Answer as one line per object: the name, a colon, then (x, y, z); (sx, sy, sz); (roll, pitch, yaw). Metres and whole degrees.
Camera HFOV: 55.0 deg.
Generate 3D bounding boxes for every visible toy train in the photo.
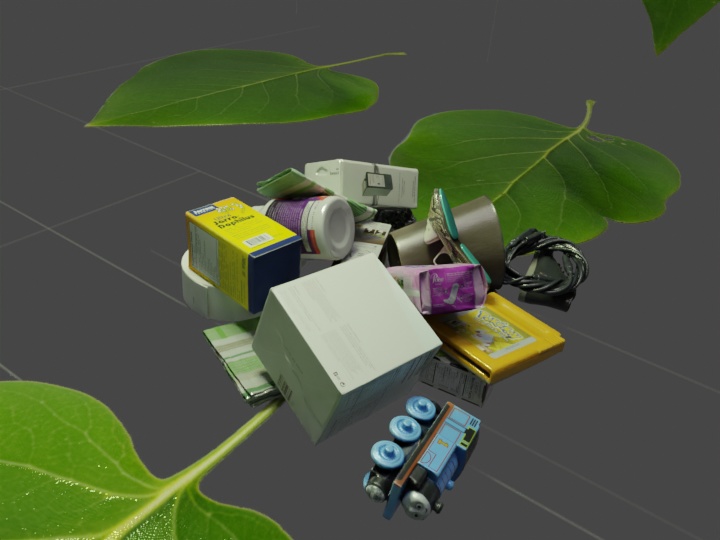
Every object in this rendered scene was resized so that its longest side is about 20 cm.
toy train: (0.084, 0.255, 0.944); (0.112, 0.088, 0.200); (25, 35, 19)

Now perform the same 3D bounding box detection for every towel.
towel: (-0.161, 0.143, 1.147); (0.146, 0.031, 0.200); (-11, 32, -31)
towel: (-0.083, -0.132, 1.300); (0.197, 0.024, 0.151); (25, -19, -30)

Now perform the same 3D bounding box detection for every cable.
cable: (0.351, -0.006, 1.354); (0.198, 0.052, 0.162); (-30, 55, -35)

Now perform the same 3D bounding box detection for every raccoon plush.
raccoon plush: (0.040, -0.073, 1.517); (0.132, 0.099, 0.199); (-26, 15, -25)

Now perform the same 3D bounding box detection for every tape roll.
tape roll: (-0.237, 0.011, 1.304); (0.197, 0.072, 0.204); (5, 31, -3)

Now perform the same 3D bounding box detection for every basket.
basket: (0.158, -0.033, 1.313); (0.195, 0.185, 0.136); (-12, 13, -9)

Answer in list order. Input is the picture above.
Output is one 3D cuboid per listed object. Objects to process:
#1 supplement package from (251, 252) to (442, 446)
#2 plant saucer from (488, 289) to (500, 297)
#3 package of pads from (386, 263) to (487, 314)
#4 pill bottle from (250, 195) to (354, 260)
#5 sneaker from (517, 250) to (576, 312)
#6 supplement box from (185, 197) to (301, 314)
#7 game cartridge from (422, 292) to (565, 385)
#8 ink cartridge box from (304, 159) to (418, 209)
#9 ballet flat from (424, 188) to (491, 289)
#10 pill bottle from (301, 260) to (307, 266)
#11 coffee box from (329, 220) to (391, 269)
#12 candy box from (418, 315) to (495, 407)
supplement package: (-0.024, 0.113, 1.044); (0.197, 0.148, 0.192); (-19, 60, -36)
plant saucer: (0.188, 0.051, 1.353); (0.195, 0.035, 0.202); (5, 31, -3)
package of pads: (0.112, 0.029, 1.141); (0.117, 0.078, 0.199); (-6, 2, -19)
pill bottle: (-0.117, -0.077, 1.265); (0.196, 0.114, 0.111); (2, 24, 33)
sneaker: (0.396, 0.016, 1.421); (0.104, 0.076, 0.201); (20, 42, 15)
supplement box: (-0.204, -0.031, 1.201); (0.198, 0.111, 0.108); (30, 38, 35)
game cartridge: (0.218, 0.104, 1.148); (0.197, 0.033, 0.175); (-16, 36, -36)
ink cartridge box: (0.000, -0.172, 1.421); (0.196, 0.087, 0.144); (1, 2, -36)
ballet flat: (0.156, -0.041, 1.223); (0.074, 0.203, 0.068); (-29, -2, 20)
pill bottle: (-0.134, -0.094, 1.456); (0.111, 0.116, 0.201); (10, 30, 8)
coffee box: (0.000, 0.000, 1.322); (0.078, 0.117, 0.201); (10, 30, 9)
candy box: (0.142, 0.136, 1.173); (0.196, 0.062, 0.136); (20, 32, 21)
